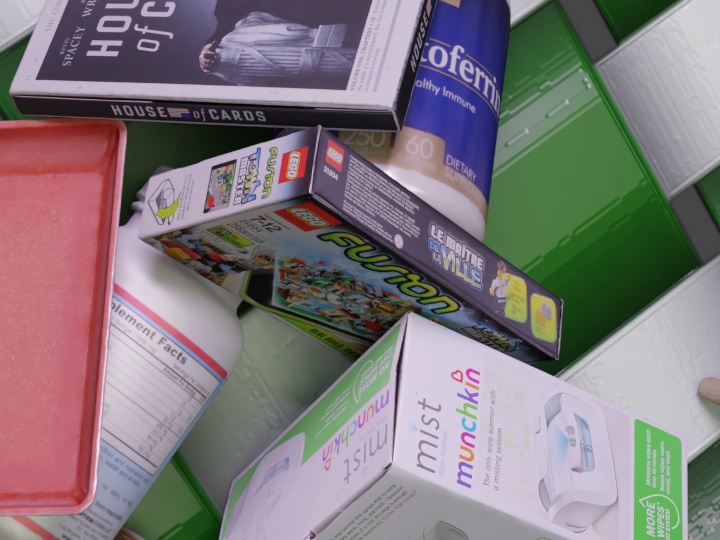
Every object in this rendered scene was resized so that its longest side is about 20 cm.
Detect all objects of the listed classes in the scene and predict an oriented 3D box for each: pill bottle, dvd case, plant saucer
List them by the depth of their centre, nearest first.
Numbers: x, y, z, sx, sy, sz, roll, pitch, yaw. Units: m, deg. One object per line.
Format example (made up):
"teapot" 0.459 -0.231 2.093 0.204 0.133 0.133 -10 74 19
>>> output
"plant saucer" -0.211 0.026 0.811 0.198 0.037 0.202 -2 65 8
"dvd case" -0.060 -0.136 0.830 0.198 0.025 0.151 4 58 18
"pill bottle" -0.130 0.050 0.870 0.109 0.109 0.201 39 80 -18
"pill bottle" 0.018 -0.105 0.879 0.115 0.116 0.202 17 65 -20

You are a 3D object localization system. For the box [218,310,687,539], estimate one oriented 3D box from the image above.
"box" 0.042 0.138 0.883 0.175 0.200 0.097 24 49 -18

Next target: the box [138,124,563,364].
"box" 0.000 0.000 0.825 0.200 0.109 0.035 32 56 -42

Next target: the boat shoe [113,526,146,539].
"boat shoe" -0.114 0.223 0.870 0.075 0.072 0.201 -33 70 18

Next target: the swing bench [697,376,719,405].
"swing bench" 0.329 0.024 0.979 0.129 0.200 0.200 28 85 -19
